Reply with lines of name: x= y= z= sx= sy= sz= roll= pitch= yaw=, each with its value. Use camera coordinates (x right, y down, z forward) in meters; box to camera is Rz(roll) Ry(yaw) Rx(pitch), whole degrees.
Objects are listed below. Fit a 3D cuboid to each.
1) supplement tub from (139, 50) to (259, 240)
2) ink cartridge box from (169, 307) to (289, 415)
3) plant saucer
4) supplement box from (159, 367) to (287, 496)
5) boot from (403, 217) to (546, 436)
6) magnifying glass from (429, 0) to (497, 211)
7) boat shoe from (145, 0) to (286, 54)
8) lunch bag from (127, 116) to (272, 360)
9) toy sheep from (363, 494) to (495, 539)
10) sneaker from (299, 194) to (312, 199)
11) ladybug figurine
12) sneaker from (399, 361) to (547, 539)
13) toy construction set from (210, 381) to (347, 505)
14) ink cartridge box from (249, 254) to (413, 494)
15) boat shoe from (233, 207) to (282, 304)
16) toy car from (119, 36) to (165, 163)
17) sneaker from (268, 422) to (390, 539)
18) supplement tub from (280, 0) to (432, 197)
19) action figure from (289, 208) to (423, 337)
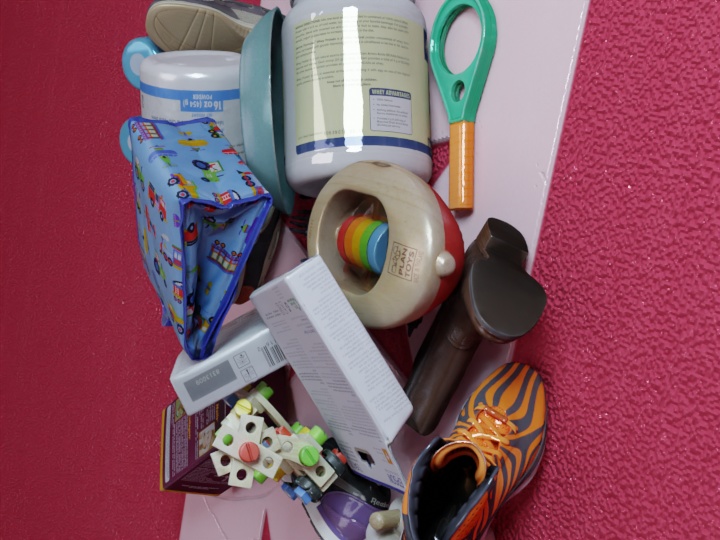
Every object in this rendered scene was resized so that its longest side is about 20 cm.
supplement tub: x=-0.173 y=-0.131 z=1.010 sx=0.131 sy=0.130 sz=0.203 roll=29 pitch=124 yaw=51
ink cartridge box: x=-0.120 y=0.079 z=0.994 sx=0.048 sy=0.158 sz=0.200 roll=62 pitch=176 yaw=-7
plant saucer: x=-0.091 y=-0.155 z=0.913 sx=0.200 sy=0.035 sz=0.204 roll=-2 pitch=-90 yaw=-87
supplement box: x=-0.172 y=0.195 z=1.136 sx=0.200 sy=0.085 sz=0.112 roll=-40 pitch=47 yaw=46
boot: x=0.079 y=0.076 z=0.772 sx=0.202 sy=0.064 sz=0.187 roll=-63 pitch=1 yaw=26
magnifying glass: x=0.093 y=-0.158 z=0.854 sx=0.079 sy=0.022 sz=0.204 roll=-5 pitch=85 yaw=54
boat shoe: x=-0.153 y=-0.277 z=1.060 sx=0.072 sy=0.197 sz=0.065 roll=-62 pitch=36 yaw=38
lunch bag: x=-0.173 y=-0.023 z=0.893 sx=0.151 sy=0.093 sz=0.202 roll=51 pitch=134 yaw=42
toy sheep: x=0.055 y=0.256 z=0.790 sx=0.137 sy=0.136 sz=0.203 roll=28 pitch=100 yaw=51
sneaker: x=-0.052 y=-0.186 z=1.027 sx=0.103 sy=0.059 sz=0.204 roll=-8 pitch=85 yaw=49
ladybug figurine: x=0.024 y=-0.020 z=0.772 sx=0.199 sy=0.071 sz=0.138 roll=27 pitch=108 yaw=57
sneaker: x=0.094 y=0.139 z=0.698 sx=0.077 sy=0.201 sz=0.113 roll=22 pitch=151 yaw=17
toy construction set: x=-0.086 y=0.166 z=0.894 sx=0.092 sy=0.131 sz=0.200 roll=-43 pitch=4 yaw=-4
ink cartridge box: x=-0.019 y=0.090 z=0.803 sx=0.202 sy=0.040 sz=0.199 roll=60 pitch=164 yaw=-3
boat shoe: x=-0.128 y=-0.047 z=1.124 sx=0.071 sy=0.062 sz=0.202 roll=35 pitch=117 yaw=30
toy car: x=-0.157 y=-0.199 z=1.120 sx=0.197 sy=0.184 sz=0.180 roll=19 pitch=116 yaw=21
sneaker: x=-0.031 y=0.207 z=0.982 sx=0.088 sy=0.075 sz=0.200 roll=-58 pitch=43 yaw=8
supplement tub: x=-0.005 y=-0.179 z=0.888 sx=0.144 sy=0.143 sz=0.204 roll=-10 pitch=79 yaw=53
action figure: x=0.000 y=0.000 z=0.907 sx=0.199 sy=0.101 sz=0.121 roll=20 pitch=118 yaw=53
